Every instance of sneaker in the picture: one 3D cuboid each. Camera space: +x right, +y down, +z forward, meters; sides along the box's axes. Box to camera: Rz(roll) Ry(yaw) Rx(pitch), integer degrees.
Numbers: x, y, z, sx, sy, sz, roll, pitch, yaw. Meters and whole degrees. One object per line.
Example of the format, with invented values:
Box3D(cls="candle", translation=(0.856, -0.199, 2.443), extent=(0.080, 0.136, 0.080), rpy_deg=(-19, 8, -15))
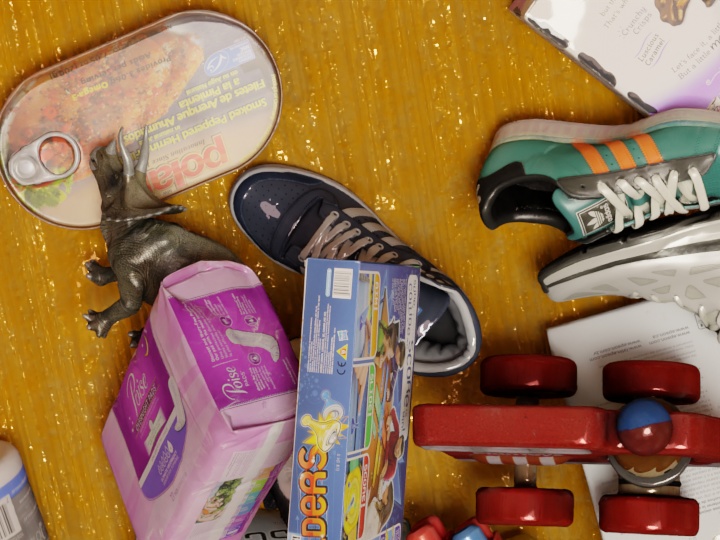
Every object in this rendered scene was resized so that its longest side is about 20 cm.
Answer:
Box3D(cls="sneaker", translation=(0.170, -0.053, 1.004), extent=(0.198, 0.080, 0.072), rpy_deg=(-1, 138, 28))
Box3D(cls="sneaker", translation=(0.000, 0.000, 1.032), extent=(0.199, 0.109, 0.070), rpy_deg=(34, 98, -10))
Box3D(cls="sneaker", translation=(0.220, 0.021, 1.018), extent=(0.199, 0.076, 0.116), rpy_deg=(-15, 95, 24))

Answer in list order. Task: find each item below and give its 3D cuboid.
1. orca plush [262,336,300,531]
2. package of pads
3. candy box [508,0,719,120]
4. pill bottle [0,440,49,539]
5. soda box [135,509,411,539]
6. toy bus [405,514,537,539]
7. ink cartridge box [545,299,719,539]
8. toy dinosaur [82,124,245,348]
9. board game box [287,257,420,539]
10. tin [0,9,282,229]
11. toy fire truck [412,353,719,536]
Box3D(cls="orca plush", translation=(-0.033, 0.150, 1.060), extent=(0.071, 0.105, 0.201), rpy_deg=(-40, 71, 39))
Box3D(cls="package of pads", translation=(-0.104, 0.098, 0.996), extent=(0.075, 0.121, 0.200), rpy_deg=(-12, 149, -31))
Box3D(cls="candy box", translation=(0.227, -0.180, 1.024), extent=(0.199, 0.072, 0.168), rpy_deg=(36, 99, -11))
Box3D(cls="pill bottle", translation=(-0.260, 0.230, 1.067), extent=(0.113, 0.114, 0.202), rpy_deg=(-15, 103, 0))
Box3D(cls="soda box", translation=(-0.061, 0.213, 1.101), extent=(0.198, 0.064, 0.069), rpy_deg=(4, 103, -5))
Box3D(cls="toy bus", translation=(0.104, 0.248, 1.068), extent=(0.135, 0.200, 0.193), rpy_deg=(-34, 83, 10))
Box3D(cls="ink cartridge box", translation=(0.246, 0.110, 1.057), extent=(0.195, 0.043, 0.202), rpy_deg=(-16, 79, 8))
Box3D(cls="toy dinosaur", translation=(-0.119, 0.008, 1.023), extent=(0.102, 0.077, 0.200), rpy_deg=(-37, 115, 26))
Box3D(cls="board game box", translation=(-0.003, 0.095, 0.926), extent=(0.034, 0.135, 0.202), rpy_deg=(4, 90, 17))
Box3D(cls="tin", translation=(-0.147, -0.101, 1.038), extent=(0.199, 0.042, 0.113), rpy_deg=(-22, 99, 2))
Box3D(cls="toy fire truck", translation=(0.142, 0.107, 0.971), extent=(0.198, 0.168, 0.113), rpy_deg=(1, 81, 13))
